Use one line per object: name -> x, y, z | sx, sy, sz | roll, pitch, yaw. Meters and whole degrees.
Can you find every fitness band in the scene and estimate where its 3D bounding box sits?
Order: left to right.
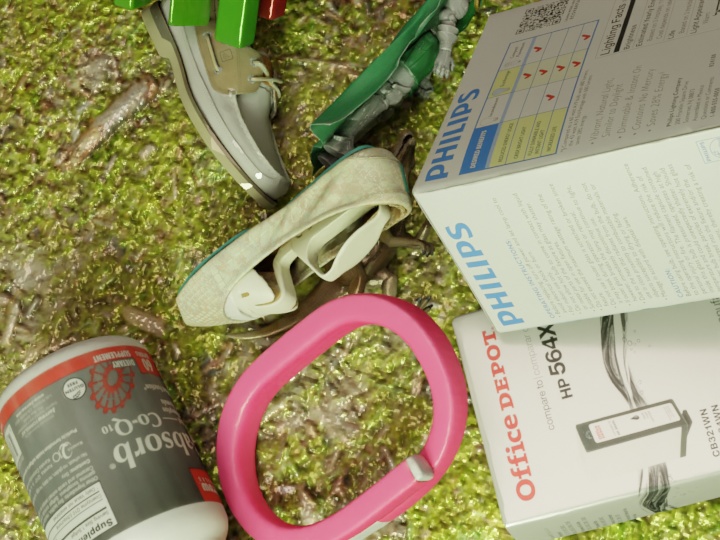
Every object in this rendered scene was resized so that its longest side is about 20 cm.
fitness band -> -0.018, 0.104, 0.906 | 0.200, 0.037, 0.144 | -39, 65, 26

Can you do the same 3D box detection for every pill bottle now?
pill bottle -> -0.159, 0.155, 0.920 | 0.116, 0.116, 0.201 | -31, 69, 3

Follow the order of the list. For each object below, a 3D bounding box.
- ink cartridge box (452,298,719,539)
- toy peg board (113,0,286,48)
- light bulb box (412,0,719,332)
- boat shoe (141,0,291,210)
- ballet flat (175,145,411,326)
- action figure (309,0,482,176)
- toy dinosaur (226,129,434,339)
ink cartridge box -> 0.174, 0.081, 0.878 | 0.199, 0.084, 0.147 | -17, 70, 8
toy peg board -> -0.112, -0.253, 1.022 | 0.199, 0.199, 0.098 | 22, 120, 18
light bulb box -> 0.167, -0.083, 0.837 | 0.199, 0.125, 0.199 | -11, 37, 33
boat shoe -> -0.096, -0.140, 1.016 | 0.068, 0.075, 0.201 | -33, 68, 8
ballet flat -> -0.049, -0.008, 0.931 | 0.200, 0.067, 0.063 | -39, 57, 19
action figure -> 0.039, -0.153, 0.985 | 0.055, 0.118, 0.200 | 38, 76, -2
toy dinosaur -> 0.000, 0.000, 0.972 | 0.200, 0.058, 0.101 | -52, 52, 8
